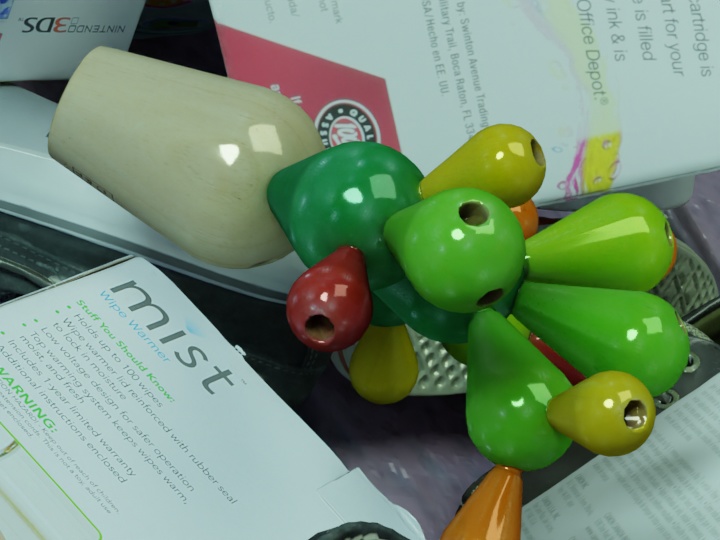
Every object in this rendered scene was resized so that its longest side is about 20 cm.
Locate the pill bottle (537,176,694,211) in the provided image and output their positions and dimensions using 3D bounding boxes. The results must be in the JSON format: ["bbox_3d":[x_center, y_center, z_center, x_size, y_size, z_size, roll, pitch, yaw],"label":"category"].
[{"bbox_3d":[0.071,-0.126,0.891,0.114,0.201,0.114,4,12,-1],"label":"pill bottle"}]

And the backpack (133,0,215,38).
[{"bbox_3d":[-0.067,-0.176,0.900,0.176,0.153,0.201,-22,92,-56],"label":"backpack"}]

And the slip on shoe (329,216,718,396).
[{"bbox_3d":[0.049,0.012,0.875,0.199,0.074,0.061,7,13,-46],"label":"slip on shoe"}]

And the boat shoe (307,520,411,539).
[{"bbox_3d":[-0.006,0.110,0.518,0.074,0.060,0.200,33,34,-6],"label":"boat shoe"}]

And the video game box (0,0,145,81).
[{"bbox_3d":[-0.188,-0.118,0.779,0.182,0.047,0.200,-8,38,-47],"label":"video game box"}]

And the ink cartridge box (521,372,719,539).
[{"bbox_3d":[0.136,0.046,0.682,0.050,0.199,0.162,58,0,-10],"label":"ink cartridge box"}]

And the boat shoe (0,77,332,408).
[{"bbox_3d":[-0.096,-0.015,0.759,0.199,0.057,0.069,19,19,6],"label":"boat shoe"}]

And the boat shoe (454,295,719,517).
[{"bbox_3d":[0.091,0.045,0.842,0.073,0.065,0.200,5,16,34],"label":"boat shoe"}]

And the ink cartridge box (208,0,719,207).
[{"bbox_3d":[0.054,-0.101,0.787,0.199,0.148,0.086,-11,23,2],"label":"ink cartridge box"}]

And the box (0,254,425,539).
[{"bbox_3d":[-0.057,0.111,0.608,0.200,0.097,0.176,46,32,14],"label":"box"}]

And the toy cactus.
[{"bbox_3d":[0.000,0.000,0.663,0.164,0.103,0.200,25,7,7],"label":"toy cactus"}]
